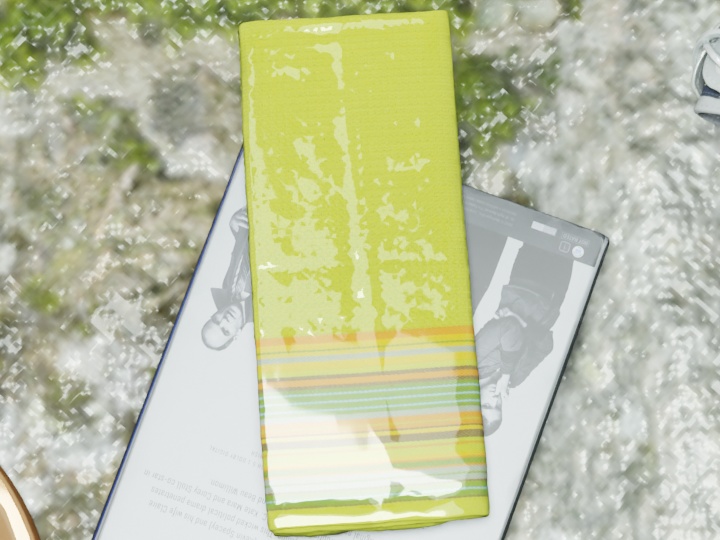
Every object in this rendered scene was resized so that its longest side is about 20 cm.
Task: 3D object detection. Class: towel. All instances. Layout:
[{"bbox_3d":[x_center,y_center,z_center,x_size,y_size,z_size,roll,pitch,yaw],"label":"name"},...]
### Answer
[{"bbox_3d":[0.000,0.000,1.051,0.085,0.018,0.202,-3,78,-5],"label":"towel"}]

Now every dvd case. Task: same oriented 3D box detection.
[{"bbox_3d":[-0.006,0.056,1.060,0.149,0.025,0.201,20,82,5],"label":"dvd case"}]

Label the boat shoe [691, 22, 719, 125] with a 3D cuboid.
[{"bbox_3d":[0.163,-0.068,1.059,0.068,0.072,0.202,-5,89,0],"label":"boat shoe"}]

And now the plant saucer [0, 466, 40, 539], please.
[{"bbox_3d":[-0.218,0.138,1.049,0.199,0.032,0.202,0,81,1],"label":"plant saucer"}]
